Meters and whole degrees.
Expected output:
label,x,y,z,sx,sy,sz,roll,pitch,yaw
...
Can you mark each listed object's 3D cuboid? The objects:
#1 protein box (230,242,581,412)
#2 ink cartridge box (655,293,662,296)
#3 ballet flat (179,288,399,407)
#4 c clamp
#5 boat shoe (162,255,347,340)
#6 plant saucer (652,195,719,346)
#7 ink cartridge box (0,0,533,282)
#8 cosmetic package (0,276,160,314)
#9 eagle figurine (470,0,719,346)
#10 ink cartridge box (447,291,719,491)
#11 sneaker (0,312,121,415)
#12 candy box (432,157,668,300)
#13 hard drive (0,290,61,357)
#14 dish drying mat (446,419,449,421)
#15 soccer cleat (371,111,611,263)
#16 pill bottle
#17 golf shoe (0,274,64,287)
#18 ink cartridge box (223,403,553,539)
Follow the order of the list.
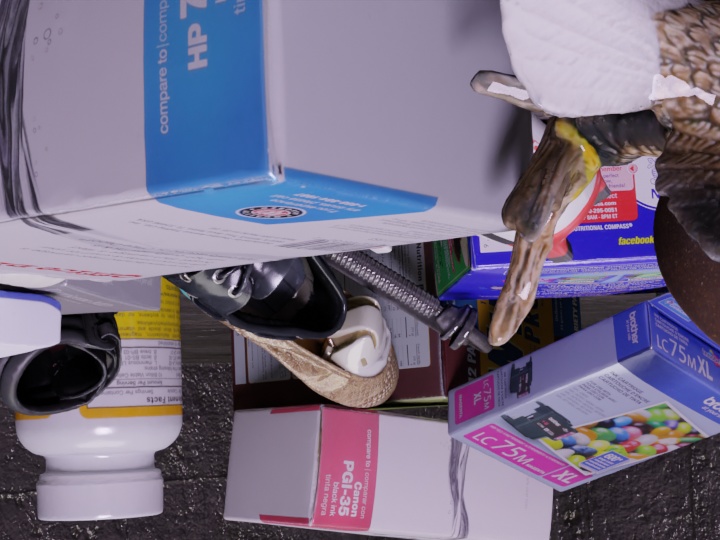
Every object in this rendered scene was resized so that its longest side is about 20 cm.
label,x,y,z,sx,sy,sz,roll,pitch,yaw
protein box,0.037,0.036,1.043,0.199,0.136,0.198,-8,171,38
ink cartridge box,0.295,-0.020,0.868,0.144,0.085,0.200,-1,174,-12
ballet flat,-0.027,0.031,0.845,0.065,0.071,0.199,-18,145,39
c clamp,0.000,0.000,0.808,0.199,0.027,0.171,31,176,-7
boat shoe,-0.058,-0.008,0.689,0.066,0.075,0.200,24,164,26
plant saucer,0.205,-0.034,0.489,0.198,0.201,0.037,-4,131,15
ink cartridge box,-0.061,-0.048,0.464,0.199,0.087,0.146,-5,174,35
cosmetic package,-0.207,-0.020,0.678,0.198,0.091,0.107,-1,172,19
eagle figurine,0.143,-0.038,0.392,0.199,0.153,0.151,16,-144,34
ink cartridge box,0.166,0.080,0.862,0.119,0.042,0.199,29,136,-33
sneaker,-0.152,0.022,0.789,0.199,0.071,0.099,-27,-126,-39
candy box,0.130,-0.028,0.768,0.167,0.078,0.200,-3,173,-2
hard drive,-0.248,0.031,0.643,0.131,0.026,0.199,7,167,-40
dish drying mat,0.140,0.104,1.006,0.076,0.018,0.200,0,169,-28
soccer cleat,0.024,-0.051,0.618,0.085,0.069,0.199,42,162,-33
pill bottle,-0.176,0.063,0.908,0.112,0.202,0.113,-3,174,0
golf shoe,-0.216,-0.032,0.577,0.198,0.076,0.091,-1,176,17
ink cartridge box,0.022,0.149,0.974,0.198,0.084,0.146,11,167,-28
